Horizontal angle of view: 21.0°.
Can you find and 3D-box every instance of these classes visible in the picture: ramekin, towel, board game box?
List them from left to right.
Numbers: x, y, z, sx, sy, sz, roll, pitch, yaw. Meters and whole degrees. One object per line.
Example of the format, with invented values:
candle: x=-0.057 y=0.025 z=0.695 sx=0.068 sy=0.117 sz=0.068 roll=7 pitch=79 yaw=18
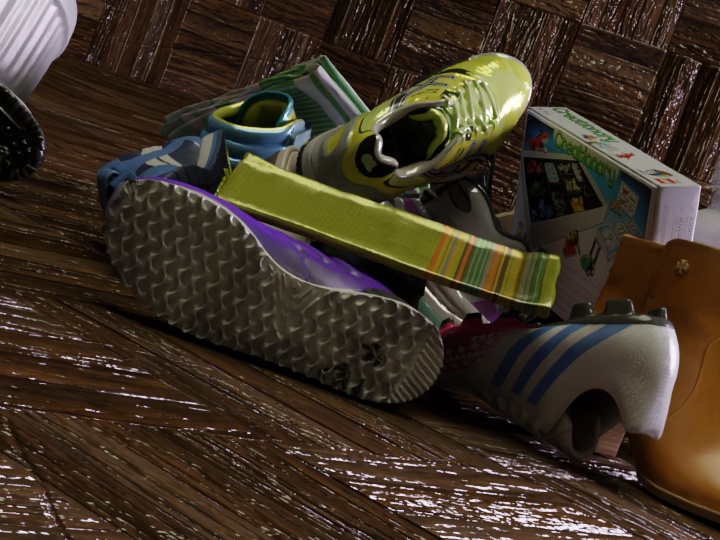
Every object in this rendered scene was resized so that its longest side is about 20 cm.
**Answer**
ramekin: x=-0.323 y=-0.186 z=1.454 sx=0.200 sy=0.105 sz=0.200 roll=16 pitch=-27 yaw=9
towel: x=-0.051 y=-0.084 z=1.503 sx=0.200 sy=0.023 sz=0.153 roll=-15 pitch=-56 yaw=47
towel: x=0.018 y=-0.021 z=1.121 sx=0.200 sy=0.018 sz=0.086 roll=19 pitch=17 yaw=1
board game box: x=0.158 y=-0.025 z=1.302 sx=0.035 sy=0.126 sz=0.200 roll=-1 pitch=19 yaw=-20

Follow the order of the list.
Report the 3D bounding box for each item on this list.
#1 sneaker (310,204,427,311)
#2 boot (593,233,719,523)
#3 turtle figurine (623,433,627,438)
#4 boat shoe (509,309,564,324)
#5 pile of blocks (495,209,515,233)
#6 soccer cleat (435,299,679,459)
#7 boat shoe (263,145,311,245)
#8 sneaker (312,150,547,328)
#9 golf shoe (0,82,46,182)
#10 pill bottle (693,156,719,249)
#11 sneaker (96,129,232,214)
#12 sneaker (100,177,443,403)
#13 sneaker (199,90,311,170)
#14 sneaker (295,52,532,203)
sneaker: x=0.000 y=0.000 z=1.242 sx=0.067 sy=0.090 sz=0.200 roll=22 pitch=5 yaw=-17
boot: x=0.202 y=0.061 z=1.131 sx=0.071 sy=0.144 sz=0.201 roll=14 pitch=9 yaw=-44
turtle figurine: x=0.256 y=0.111 z=1.255 sx=0.161 sy=0.064 sz=0.200 roll=20 pitch=6 yaw=-14
boat shoe: x=0.134 y=0.049 z=1.373 sx=0.064 sy=0.071 sz=0.200 roll=11 pitch=8 yaw=-39
pile of blocks: x=0.188 y=0.003 z=1.479 sx=0.200 sy=0.082 sz=0.062 roll=33 pitch=0 yaw=-9
soccer cleat: x=0.102 y=0.068 z=1.143 sx=0.070 sy=0.086 sz=0.200 roll=13 pitch=-15 yaw=-36
boat shoe: x=-0.067 y=-0.012 z=1.205 sx=0.067 sy=0.057 sz=0.200 roll=55 pitch=23 yaw=-19
sneaker: x=0.040 y=-0.040 z=1.358 sx=0.200 sy=0.140 sz=0.078 roll=37 pitch=-7 yaw=15
golf shoe: x=-0.295 y=-0.116 z=1.373 sx=0.200 sy=0.078 sz=0.094 roll=24 pitch=6 yaw=18
pill bottle: x=0.266 y=0.024 z=1.402 sx=0.112 sy=0.200 sz=0.112 roll=18 pitch=2 yaw=-1
sneaker: x=-0.131 y=-0.038 z=1.249 sx=0.082 sy=0.074 sz=0.200 roll=-6 pitch=13 yaw=7
sneaker: x=-0.052 y=0.010 z=1.081 sx=0.200 sy=0.070 sz=0.100 roll=29 pitch=6 yaw=-8
sneaker: x=-0.051 y=-0.060 z=1.452 sx=0.080 sy=0.131 sz=0.200 roll=24 pitch=6 yaw=40
sneaker: x=0.052 y=-0.089 z=1.271 sx=0.200 sy=0.075 sz=0.076 roll=-34 pitch=11 yaw=-37
